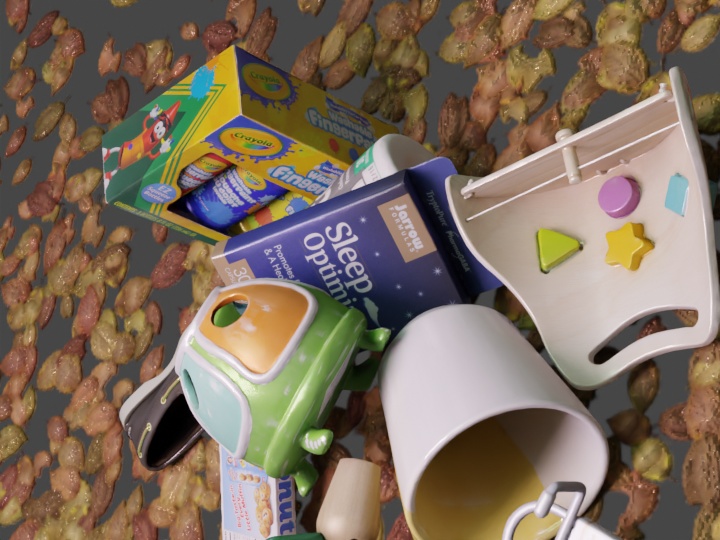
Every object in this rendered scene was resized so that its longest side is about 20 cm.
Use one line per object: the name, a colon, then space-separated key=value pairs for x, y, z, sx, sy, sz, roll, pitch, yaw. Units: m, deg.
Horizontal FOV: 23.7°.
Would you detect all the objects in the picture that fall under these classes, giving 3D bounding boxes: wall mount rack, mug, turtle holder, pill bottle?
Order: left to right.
turtle holder: x=-0.064 y=0.077 z=1.285 sx=0.132 sy=0.186 sz=0.141 roll=28 pitch=86 yaw=5
pill bottle: x=-0.008 y=-0.007 z=1.395 sx=0.200 sy=0.113 sz=0.113 roll=-42 pitch=47 yaw=23
mug: x=0.069 y=0.115 z=1.247 sx=0.187 sy=0.149 sz=0.153 roll=-43 pitch=39 yaw=15
wall mount rack: x=0.148 y=0.242 z=1.131 sx=0.200 sy=0.074 sz=0.174 roll=29 pitch=102 yaw=34

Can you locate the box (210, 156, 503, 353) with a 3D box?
box: x=0.000 y=0.000 z=1.317 sx=0.200 sy=0.121 sz=0.032 roll=-22 pitch=22 yaw=16

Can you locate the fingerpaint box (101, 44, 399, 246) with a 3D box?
fingerpaint box: x=-0.088 y=-0.088 z=1.447 sx=0.167 sy=0.200 sz=0.074 roll=-29 pitch=55 yaw=33

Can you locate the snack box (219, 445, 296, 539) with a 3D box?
snack box: x=-0.084 y=0.181 z=1.403 sx=0.072 sy=0.024 sz=0.201 roll=4 pitch=97 yaw=47

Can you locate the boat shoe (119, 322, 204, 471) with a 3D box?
boat shoe: x=-0.138 y=0.099 z=1.515 sx=0.201 sy=0.072 sz=0.061 roll=-48 pitch=49 yaw=29

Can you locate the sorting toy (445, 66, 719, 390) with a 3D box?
sorting toy: x=0.183 y=-0.015 z=1.226 sx=0.200 sy=0.107 sz=0.180 roll=-25 pitch=66 yaw=32

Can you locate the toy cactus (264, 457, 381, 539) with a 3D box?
toy cactus: x=-0.015 y=0.219 z=1.223 sx=0.102 sy=0.200 sz=0.165 roll=128 pitch=156 yaw=-68
